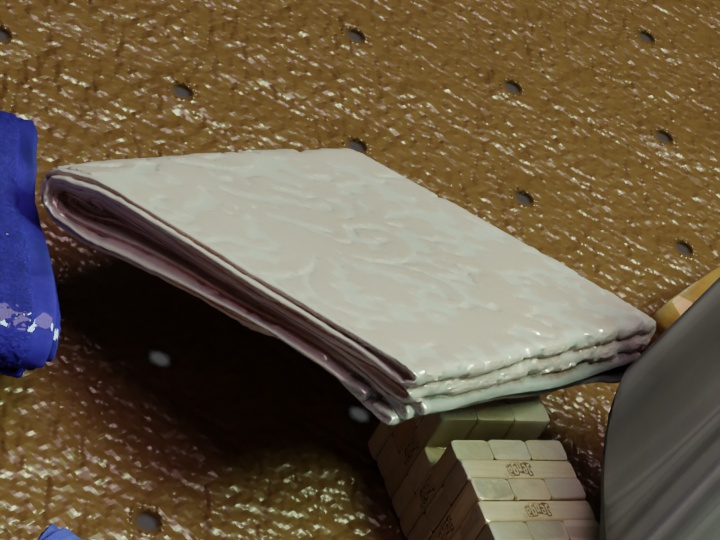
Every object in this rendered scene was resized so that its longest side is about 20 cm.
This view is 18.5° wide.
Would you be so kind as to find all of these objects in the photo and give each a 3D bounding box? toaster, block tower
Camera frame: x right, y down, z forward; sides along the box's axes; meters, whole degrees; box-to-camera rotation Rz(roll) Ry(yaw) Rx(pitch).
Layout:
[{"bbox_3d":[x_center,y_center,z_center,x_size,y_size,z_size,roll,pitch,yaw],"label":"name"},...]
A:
[{"bbox_3d":[0.170,0.063,0.848,0.113,0.129,0.200,33,31,-10],"label":"toaster"},{"bbox_3d":[0.065,0.127,0.843,0.054,0.058,0.200,3,46,-29],"label":"block tower"}]

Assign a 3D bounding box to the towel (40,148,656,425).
[{"bbox_3d":[0.000,0.000,0.897,0.191,0.032,0.200,31,20,29],"label":"towel"}]

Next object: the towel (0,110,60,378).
[{"bbox_3d":[-0.218,-0.021,0.845,0.199,0.050,0.148,11,35,-21],"label":"towel"}]

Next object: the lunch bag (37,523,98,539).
[{"bbox_3d":[-0.066,0.179,0.649,0.170,0.124,0.200,32,38,4],"label":"lunch bag"}]

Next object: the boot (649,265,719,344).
[{"bbox_3d":[0.253,0.066,1.028,0.188,0.069,0.200,-23,58,-30],"label":"boot"}]
